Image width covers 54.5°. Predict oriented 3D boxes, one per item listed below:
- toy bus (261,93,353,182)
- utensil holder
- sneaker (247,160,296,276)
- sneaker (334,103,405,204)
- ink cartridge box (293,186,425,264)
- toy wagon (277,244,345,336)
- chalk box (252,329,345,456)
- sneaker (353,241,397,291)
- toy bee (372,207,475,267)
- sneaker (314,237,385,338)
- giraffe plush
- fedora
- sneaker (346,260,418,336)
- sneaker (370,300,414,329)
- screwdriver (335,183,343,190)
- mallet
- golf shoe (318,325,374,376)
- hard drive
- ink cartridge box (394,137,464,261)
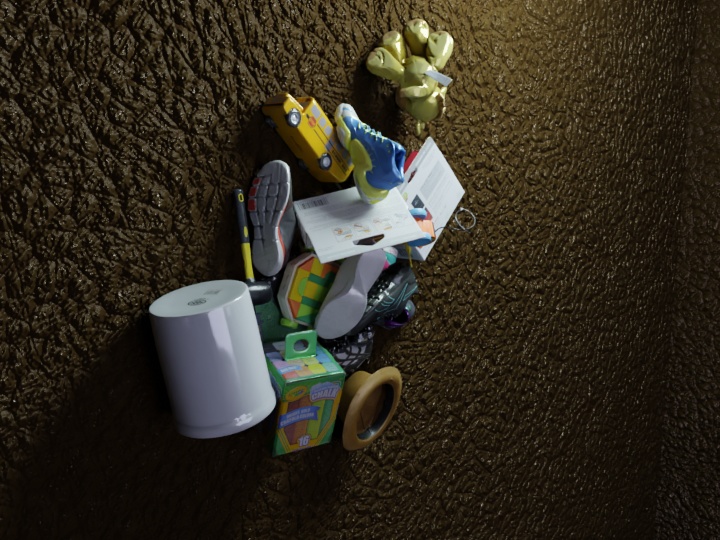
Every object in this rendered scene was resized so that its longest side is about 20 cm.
[{"bbox_3d":[-0.090,-0.242,1.264,0.079,0.065,0.200,-58,133,-22],"label":"toy bus"},{"bbox_3d":[-0.236,0.136,1.109,0.169,0.169,0.201,-26,114,-41],"label":"utensil holder"},{"bbox_3d":[-0.150,-0.094,1.241,0.082,0.077,0.202,-15,115,-66],"label":"sneaker"},{"bbox_3d":[0.026,-0.224,1.264,0.076,0.105,0.201,12,58,-68],"label":"sneaker"},{"bbox_3d":[-0.005,-0.080,1.256,0.199,0.174,0.044,-15,138,-14],"label":"ink cartridge box"},{"bbox_3d":[-0.070,0.044,1.307,0.199,0.039,0.156,24,80,-47],"label":"toy wagon"},{"bbox_3d":[-0.113,0.201,1.232,0.124,0.124,0.201,-5,120,-33],"label":"chalk box"},{"bbox_3d":[0.000,0.000,1.402,0.199,0.083,0.122,14,78,-49],"label":"sneaker"},{"bbox_3d":[0.108,-0.066,1.371,0.199,0.109,0.132,16,67,-8],"label":"toy bee"},{"bbox_3d":[-0.024,0.030,1.278,0.075,0.089,0.201,27,101,-27],"label":"sneaker"},{"bbox_3d":[0.120,-0.375,1.410,0.172,0.201,0.162,-30,151,-5],"label":"giraffe plush"},{"bbox_3d":[0.004,0.272,1.439,0.200,0.082,0.202,-34,140,-35],"label":"fedora"},{"bbox_3d":[0.044,0.067,1.343,0.200,0.075,0.080,-43,115,-27],"label":"sneaker"},{"bbox_3d":[0.080,0.098,1.484,0.200,0.087,0.075,0,103,-57],"label":"sneaker"},{"bbox_3d":[-0.010,-0.127,1.410,0.200,0.028,0.029,55,29,-31],"label":"screwdriver"},{"bbox_3d":[-0.188,-0.038,1.193,0.066,0.041,0.202,5,78,-43],"label":"mallet"},{"bbox_3d":[-0.041,0.177,1.392,0.199,0.077,0.095,-18,111,-43],"label":"golf shoe"},{"bbox_3d":[-0.128,0.058,1.303,0.199,0.038,0.141,-28,117,-42],"label":"hard drive"},{"bbox_3d":[0.113,-0.155,1.487,0.201,0.084,0.176,-57,131,-23],"label":"ink cartridge box"}]
